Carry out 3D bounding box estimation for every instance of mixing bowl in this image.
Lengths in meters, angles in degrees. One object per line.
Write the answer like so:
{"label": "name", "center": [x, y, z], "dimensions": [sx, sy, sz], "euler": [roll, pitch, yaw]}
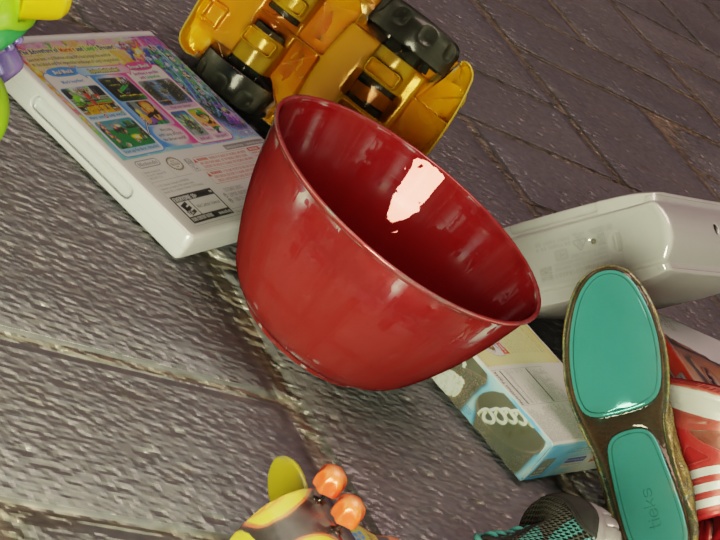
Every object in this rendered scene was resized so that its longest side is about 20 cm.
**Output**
{"label": "mixing bowl", "center": [0.000, 0.000, 1.143], "dimensions": [0.200, 0.108, 0.200], "euler": [33, 22, -15]}

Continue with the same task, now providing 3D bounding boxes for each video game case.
{"label": "video game case", "center": [-0.129, -0.088, 1.226], "dimensions": [0.182, 0.024, 0.200], "euler": [44, 22, 12]}

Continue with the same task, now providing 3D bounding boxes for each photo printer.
{"label": "photo printer", "center": [0.199, -0.007, 1.422], "dimensions": [0.200, 0.166, 0.070], "euler": [4, 74, -57]}

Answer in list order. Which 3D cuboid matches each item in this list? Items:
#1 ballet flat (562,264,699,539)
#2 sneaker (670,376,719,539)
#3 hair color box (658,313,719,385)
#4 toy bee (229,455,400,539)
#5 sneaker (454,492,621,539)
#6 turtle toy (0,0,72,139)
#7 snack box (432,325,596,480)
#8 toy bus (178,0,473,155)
{"label": "ballet flat", "center": [0.173, 0.098, 1.215], "dimensions": [0.071, 0.071, 0.201], "euler": [9, 65, -53]}
{"label": "sneaker", "center": [0.199, 0.128, 1.289], "dimensions": [0.078, 0.116, 0.200], "euler": [12, -2, -15]}
{"label": "hair color box", "center": [0.286, 0.110, 1.461], "dimensions": [0.200, 0.064, 0.111], "euler": [21, 29, -38]}
{"label": "toy bee", "center": [-0.018, 0.139, 0.836], "dimensions": [0.131, 0.109, 0.200], "euler": [47, 22, 15]}
{"label": "sneaker", "center": [0.084, 0.163, 1.009], "dimensions": [0.091, 0.078, 0.200], "euler": [33, 20, -5]}
{"label": "turtle toy", "center": [-0.236, -0.141, 1.043], "dimensions": [0.145, 0.101, 0.200], "euler": [2, 39, -22]}
{"label": "snack box", "center": [0.080, 0.052, 1.268], "dimensions": [0.200, 0.037, 0.116], "euler": [49, 22, 23]}
{"label": "toy bus", "center": [-0.017, -0.155, 1.423], "dimensions": [0.200, 0.136, 0.192], "euler": [38, 8, 3]}
